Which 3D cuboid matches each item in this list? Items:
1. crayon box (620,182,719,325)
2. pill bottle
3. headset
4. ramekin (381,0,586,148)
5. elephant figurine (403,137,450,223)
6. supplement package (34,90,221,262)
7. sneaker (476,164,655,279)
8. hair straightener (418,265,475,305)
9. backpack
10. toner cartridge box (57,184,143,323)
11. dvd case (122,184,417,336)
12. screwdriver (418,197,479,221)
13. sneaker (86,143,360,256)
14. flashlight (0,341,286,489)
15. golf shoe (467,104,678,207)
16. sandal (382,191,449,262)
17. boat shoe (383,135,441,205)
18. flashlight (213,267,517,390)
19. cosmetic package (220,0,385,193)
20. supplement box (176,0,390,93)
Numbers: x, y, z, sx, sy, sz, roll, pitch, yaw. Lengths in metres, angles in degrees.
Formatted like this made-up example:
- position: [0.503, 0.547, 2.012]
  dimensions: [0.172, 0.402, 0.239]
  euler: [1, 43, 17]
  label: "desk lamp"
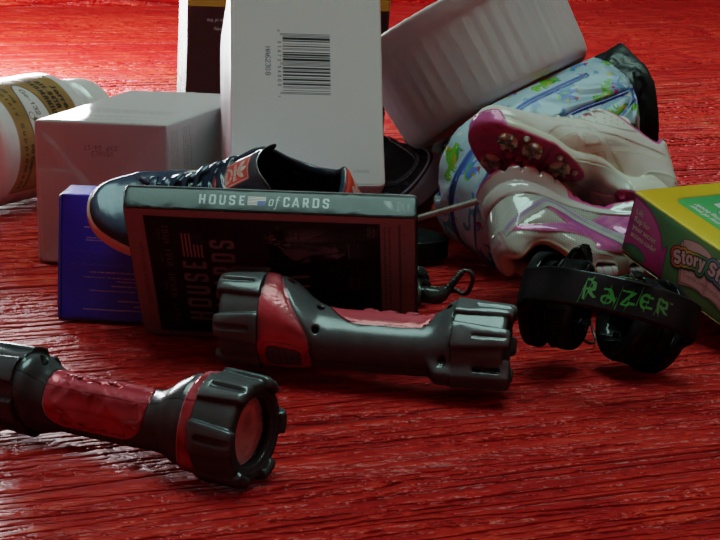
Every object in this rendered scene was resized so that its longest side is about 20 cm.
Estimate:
- position: [0.323, -0.001, 1.648]
  dimensions: [0.171, 0.059, 0.200]
  euler: [-7, 30, -32]
  label: "crayon box"
- position: [-0.315, -0.124, 2.055]
  dimensions: [0.113, 0.116, 0.200]
  euler: [8, 14, 26]
  label: "pill bottle"
- position: [0.167, 0.015, 1.530]
  dimensions: [0.122, 0.095, 0.200]
  euler: [14, -9, -5]
  label: "headset"
- position: [0.101, -0.188, 1.932]
  dimensions: [0.199, 0.098, 0.200]
  euler: [-28, -1, -1]
  label: "ramekin"
- position: [0.113, -0.118, 2.077]
  dimensions: [0.140, 0.157, 0.200]
  euler: [15, 11, -6]
  label: "elephant figurine"
- position: [-0.178, -0.080, 1.867]
  dimensions: [0.120, 0.121, 0.200]
  euler: [3, 12, 18]
  label: "supplement package"
- position: [0.181, -0.007, 1.728]
  dimensions: [0.198, 0.082, 0.089]
  euler: [15, 54, -10]
  label: "sneaker"
- position: [0.000, 0.000, 1.715]
  dimensions: [0.198, 0.041, 0.077]
  euler: [2, 11, 25]
  label: "hair straightener"
- position: [0.157, -0.082, 1.866]
  dimensions: [0.198, 0.164, 0.154]
  euler: [-11, 39, -20]
  label: "backpack"
- position: [-0.121, -0.009, 1.625]
  dimensions: [0.198, 0.096, 0.043]
  euler: [3, 12, 2]
  label: "toner cartridge box"
- position: [-0.059, -0.003, 1.532]
  dimensions: [0.198, 0.151, 0.025]
  euler: [2, 54, 3]
  label: "dvd case"
- position: [0.042, -0.039, 1.810]
  dimensions: [0.199, 0.028, 0.029]
  euler: [-11, 37, 46]
  label: "screwdriver"
- position: [-0.095, -0.054, 1.546]
  dimensions: [0.198, 0.076, 0.085]
  euler: [0, -29, 0]
  label: "sneaker"
- position: [-0.143, 0.078, 1.298]
  dimensions: [0.198, 0.068, 0.068]
  euler: [10, 18, 26]
  label: "flashlight"
- position: [0.171, -0.094, 1.764]
  dimensions: [0.199, 0.092, 0.075]
  euler: [25, -37, -25]
  label: "golf shoe"
- position: [0.008, -0.049, 1.925]
  dimensions: [0.075, 0.048, 0.200]
  euler: [-7, 16, -37]
  label: "sandal"
- position: [0.004, -0.096, 2.010]
  dimensions: [0.068, 0.072, 0.200]
  euler: [42, -14, -26]
  label: "boat shoe"
- position: [0.004, 0.037, 1.476]
  dimensions: [0.198, 0.068, 0.068]
  euler: [3, 8, 10]
  label: "flashlight"
- position: [-0.050, -0.127, 1.758]
  dimensions: [0.122, 0.201, 0.200]
  euler: [1, -18, -7]
  label: "cosmetic package"
- position: [-0.080, -0.182, 2.153]
  dimensions: [0.195, 0.202, 0.133]
  euler: [0, 13, -9]
  label: "supplement box"
